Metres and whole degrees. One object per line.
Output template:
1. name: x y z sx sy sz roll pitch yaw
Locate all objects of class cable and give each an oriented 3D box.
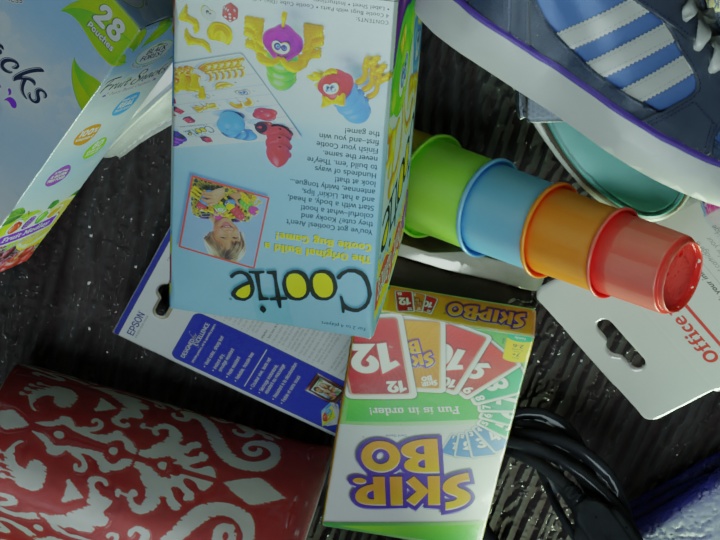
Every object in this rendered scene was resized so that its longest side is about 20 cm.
1. cable: 0.108 0.169 1.187 0.200 0.051 0.163 53 146 12

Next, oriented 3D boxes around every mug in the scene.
1. mug: -0.135 0.155 1.207 0.199 0.134 0.178 19 126 0

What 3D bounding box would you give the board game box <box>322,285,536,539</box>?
1. board game box: 0.034 0.091 1.113 0.095 0.030 0.201 9 136 0

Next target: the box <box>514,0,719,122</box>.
1. box: 0.168 -0.154 0.926 0.199 0.051 0.159 -1 108 3

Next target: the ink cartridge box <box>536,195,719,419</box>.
1. ink cartridge box: 0.204 -0.015 1.054 0.200 0.068 0.115 -31 116 28

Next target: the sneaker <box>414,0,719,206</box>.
1. sneaker: 0.136 -0.129 0.866 0.199 0.081 0.147 30 111 -1

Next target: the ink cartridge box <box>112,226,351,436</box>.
1. ink cartridge box: -0.035 0.039 1.159 0.199 0.037 0.095 24 128 -12

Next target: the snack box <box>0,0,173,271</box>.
1. snack box: -0.194 -0.119 1.008 0.169 0.068 0.200 47 123 9

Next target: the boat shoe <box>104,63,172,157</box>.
1. boat shoe: -0.065 -0.110 1.036 0.200 0.072 0.069 -38 108 20

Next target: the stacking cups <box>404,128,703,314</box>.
1. stacking cups: 0.082 -0.024 1.016 0.199 0.060 0.061 24 135 33

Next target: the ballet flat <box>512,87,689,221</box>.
1. ballet flat: 0.097 -0.111 1.002 0.069 0.070 0.200 -36 106 30

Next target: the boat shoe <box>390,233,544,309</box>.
1. boat shoe: 0.000 0.000 1.094 0.199 0.072 0.060 14 101 -6

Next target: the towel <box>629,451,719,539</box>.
1. towel: 0.237 0.200 1.228 0.147 0.050 0.200 -35 114 22

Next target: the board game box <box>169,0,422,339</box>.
1. board game box: -0.028 -0.085 0.944 0.104 0.103 0.201 9 121 6
